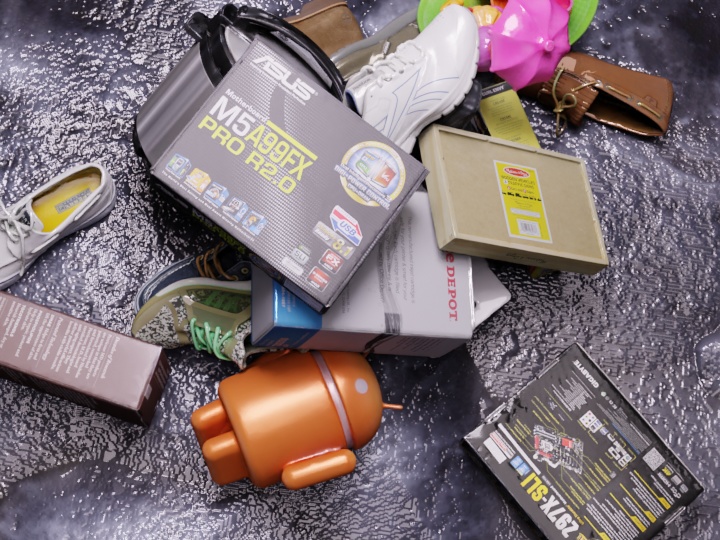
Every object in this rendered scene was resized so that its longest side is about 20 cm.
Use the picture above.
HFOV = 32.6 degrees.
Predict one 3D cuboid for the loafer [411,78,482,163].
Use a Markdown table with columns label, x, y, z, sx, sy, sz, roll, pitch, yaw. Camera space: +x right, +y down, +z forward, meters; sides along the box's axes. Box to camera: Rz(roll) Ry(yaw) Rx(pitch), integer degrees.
| label | x | y | z | sx | sy | sz | roll | pitch | yaw |
| --- | --- | --- | --- | --- | --- | --- | --- | --- | --- |
| loafer | 0.088 | -0.150 | 1.271 | 0.070 | 0.201 | 0.069 | 19 | 74 | -12 |

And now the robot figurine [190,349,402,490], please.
| label | x | y | z | sx | sy | sz | roll | pitch | yaw |
| --- | --- | --- | --- | --- | --- | --- | --- | --- | --- |
| robot figurine | -0.065 | 0.139 | 1.218 | 0.199 | 0.144 | 0.117 | -20 | 103 | -9 |

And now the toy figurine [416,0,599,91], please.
| label | x | y | z | sx | sy | sz | roll | pitch | yaw |
| --- | --- | --- | --- | --- | --- | --- | --- | --- | --- |
| toy figurine | 0.140 | -0.245 | 1.234 | 0.199 | 0.184 | 0.151 | -15 | 116 | 18 |

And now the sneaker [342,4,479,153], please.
| label | x | y | z | sx | sy | sz | roll | pitch | yaw |
| --- | --- | --- | --- | --- | --- | --- | --- | --- | --- |
| sneaker | 0.037 | -0.169 | 1.166 | 0.200 | 0.087 | 0.074 | -54 | 41 | 6 |

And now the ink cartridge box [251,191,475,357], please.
| label | x | y | z | sx | sy | sz | roll | pitch | yaw |
| --- | --- | --- | --- | --- | --- | --- | --- | --- | --- |
| ink cartridge box | 0.000 | 0.000 | 1.183 | 0.199 | 0.084 | 0.146 | 5 | 70 | -20 |

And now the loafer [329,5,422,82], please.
| label | x | y | z | sx | sy | sz | roll | pitch | yaw |
| --- | --- | --- | --- | --- | --- | --- | --- | --- | --- |
| loafer | 0.018 | -0.215 | 1.350 | 0.200 | 0.075 | 0.070 | -37 | 75 | -13 |

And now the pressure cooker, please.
| label | x | y | z | sx | sy | sz | roll | pitch | yaw |
| --- | --- | --- | --- | --- | --- | --- | --- | --- | --- |
| pressure cooker | -0.109 | -0.158 | 1.237 | 0.175 | 0.200 | 0.179 | 9 | 47 | -47 |

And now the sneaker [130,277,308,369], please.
| label | x | y | z | sx | sy | sz | roll | pitch | yaw |
| --- | --- | --- | --- | --- | --- | --- | --- | --- | --- |
| sneaker | -0.132 | 0.057 | 1.215 | 0.198 | 0.077 | 0.089 | -9 | 40 | 6 |

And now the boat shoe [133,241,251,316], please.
| label | x | y | z | sx | sy | sz | roll | pitch | yaw |
| --- | --- | --- | --- | --- | --- | --- | --- | --- | --- |
| boat shoe | -0.142 | -0.002 | 1.267 | 0.199 | 0.091 | 0.071 | -22 | 76 | -10 |

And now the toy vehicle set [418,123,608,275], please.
| label | x | y | z | sx | sy | sz | roll | pitch | yaw |
| --- | --- | --- | --- | --- | --- | --- | --- | --- | --- |
| toy vehicle set | 0.153 | -0.068 | 1.220 | 0.199 | 0.026 | 0.125 | 9 | 60 | -32 |

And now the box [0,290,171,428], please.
| label | x | y | z | sx | sy | sz | roll | pitch | yaw |
| --- | --- | --- | --- | --- | --- | --- | --- | --- | --- |
| box | -0.296 | 0.086 | 1.226 | 0.199 | 0.100 | 0.075 | 21 | 73 | 2 |

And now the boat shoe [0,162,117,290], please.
| label | x | y | z | sx | sy | sz | roll | pitch | yaw |
| --- | --- | --- | --- | --- | --- | --- | --- | --- | --- |
| boat shoe | -0.343 | -0.048 | 1.270 | 0.201 | 0.086 | 0.075 | -32 | 78 | -12 |

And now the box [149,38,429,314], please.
| label | x | y | z | sx | sy | sz | roll | pitch | yaw |
| --- | --- | --- | --- | --- | --- | --- | --- | --- | --- |
| box | -0.064 | -0.084 | 1.104 | 0.200 | 0.044 | 0.161 | 38 | 76 | 0 |

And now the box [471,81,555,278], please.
| label | x | y | z | sx | sy | sz | roll | pitch | yaw |
| --- | --- | --- | --- | --- | --- | --- | --- | --- | --- |
| box | 0.174 | -0.098 | 1.327 | 0.050 | 0.075 | 0.201 | -20 | 77 | -9 |

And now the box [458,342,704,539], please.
| label | x | y | z | sx | sy | sz | roll | pitch | yaw |
| --- | --- | --- | --- | --- | --- | --- | --- | --- | --- |
| box | 0.224 | 0.199 | 1.254 | 0.159 | 0.049 | 0.200 | -39 | 80 | -11 |

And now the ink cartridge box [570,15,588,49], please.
| label | x | y | z | sx | sy | sz | roll | pitch | yaw |
| --- | --- | --- | --- | --- | --- | --- | --- | --- | --- |
| ink cartridge box | 0.151 | -0.301 | 1.370 | 0.199 | 0.104 | 0.060 | 16 | 72 | 1 |

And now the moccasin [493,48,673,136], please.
| label | x | y | z | sx | sy | sz | roll | pitch | yaw |
| --- | --- | --- | --- | --- | --- | --- | --- | --- | --- |
| moccasin | 0.245 | -0.191 | 1.364 | 0.200 | 0.074 | 0.078 | 16 | 65 | -7 |

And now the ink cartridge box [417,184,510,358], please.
| label | x | y | z | sx | sy | sz | roll | pitch | yaw |
| --- | --- | --- | --- | --- | --- | --- | --- | --- | --- |
| ink cartridge box | 0.050 | -0.008 | 1.294 | 0.116 | 0.067 | 0.200 | -36 | 78 | -14 |

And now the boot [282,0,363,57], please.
| label | x | y | z | sx | sy | sz | roll | pitch | yaw |
| --- | --- | --- | --- | --- | --- | --- | --- | --- | --- |
| boot | -0.086 | -0.231 | 1.354 | 0.199 | 0.074 | 0.076 | -29 | 83 | -15 |
